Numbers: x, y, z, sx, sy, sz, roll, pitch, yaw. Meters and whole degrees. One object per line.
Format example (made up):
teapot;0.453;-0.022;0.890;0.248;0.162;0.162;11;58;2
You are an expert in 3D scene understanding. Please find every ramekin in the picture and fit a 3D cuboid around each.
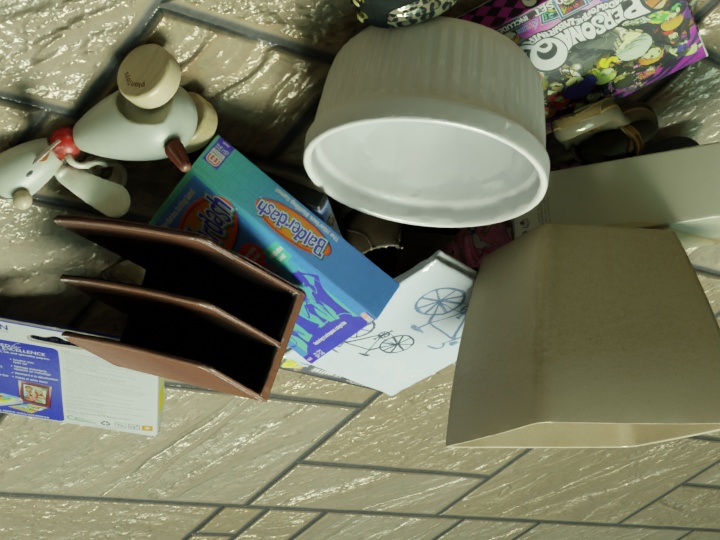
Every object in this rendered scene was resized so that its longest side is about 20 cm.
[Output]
ramekin;0.058;-0.123;1.065;0.200;0.105;0.200;6;159;2

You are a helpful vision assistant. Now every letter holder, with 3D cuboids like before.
letter holder;-0.174;0.027;1.096;0.200;0.101;0.142;8;162;41

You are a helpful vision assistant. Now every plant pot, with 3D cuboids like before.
plant pot;0.199;0.061;1.157;0.200;0.177;0.200;3;166;-19

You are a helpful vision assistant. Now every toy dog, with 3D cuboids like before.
toy dog;-0.202;-0.091;1.051;0.132;0.096;0.200;19;134;-43

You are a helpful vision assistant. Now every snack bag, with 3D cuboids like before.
snack bag;0.050;0.059;1.280;0.200;0.021;0.188;-33;146;26

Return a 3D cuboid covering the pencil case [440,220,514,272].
pencil case;0.097;0.011;1.342;0.086;0.083;0.200;7;153;-26

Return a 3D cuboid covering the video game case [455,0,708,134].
video game case;0.187;-0.197;1.124;0.200;0.036;0.181;-25;149;14

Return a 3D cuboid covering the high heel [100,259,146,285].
high heel;-0.230;0.056;1.296;0.142;0.072;0.200;-30;152;18

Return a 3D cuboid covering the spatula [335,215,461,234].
spatula;0.025;-0.043;1.307;0.200;0.021;0.057;-4;147;-21

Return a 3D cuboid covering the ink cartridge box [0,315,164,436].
ink cartridge box;-0.295;0.092;1.297;0.197;0.047;0.200;11;144;-3

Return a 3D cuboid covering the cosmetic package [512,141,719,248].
cosmetic package;0.250;-0.058;1.214;0.200;0.073;0.104;-8;165;22

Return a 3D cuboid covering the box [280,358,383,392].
box;-0.039;0.059;1.355;0.200;0.110;0.035;17;136;-43

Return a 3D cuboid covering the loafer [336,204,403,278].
loafer;0.000;0.000;1.272;0.073;0.071;0.200;-7;149;-11

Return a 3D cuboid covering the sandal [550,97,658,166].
sandal;0.232;-0.120;1.209;0.080;0.054;0.200;-27;171;22

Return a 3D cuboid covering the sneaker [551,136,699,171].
sneaker;0.255;-0.067;1.329;0.200;0.081;0.086;-13;160;6

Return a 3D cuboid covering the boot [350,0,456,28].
boot;-0.021;-0.229;0.944;0.203;0.074;0.154;-15;152;1

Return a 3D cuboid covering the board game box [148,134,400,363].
board game box;-0.082;-0.012;1.136;0.200;0.045;0.152;39;150;-6

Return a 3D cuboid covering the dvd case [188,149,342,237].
dvd case;-0.075;-0.034;1.192;0.142;0.018;0.200;22;158;22
